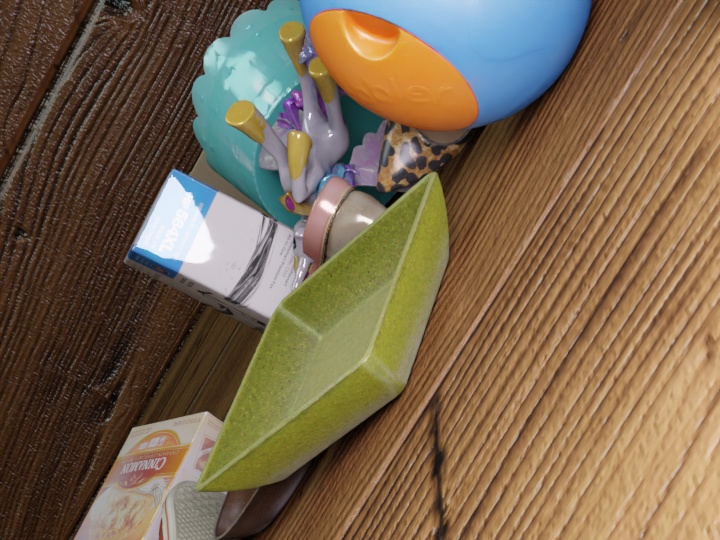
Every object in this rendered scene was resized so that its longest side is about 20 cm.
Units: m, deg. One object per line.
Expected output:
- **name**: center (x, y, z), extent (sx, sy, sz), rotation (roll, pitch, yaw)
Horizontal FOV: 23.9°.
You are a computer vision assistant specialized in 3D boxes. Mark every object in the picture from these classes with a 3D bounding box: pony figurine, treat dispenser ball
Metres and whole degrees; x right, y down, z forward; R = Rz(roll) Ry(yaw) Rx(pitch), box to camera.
- **pony figurine**: center (-0.033, -0.103, 1.411), extent (0.201, 0.165, 0.194), rotation (75, -147, -45)
- **treat dispenser ball**: center (0.057, -0.195, 1.141), extent (0.202, 0.200, 0.201), rotation (-59, 7, 12)

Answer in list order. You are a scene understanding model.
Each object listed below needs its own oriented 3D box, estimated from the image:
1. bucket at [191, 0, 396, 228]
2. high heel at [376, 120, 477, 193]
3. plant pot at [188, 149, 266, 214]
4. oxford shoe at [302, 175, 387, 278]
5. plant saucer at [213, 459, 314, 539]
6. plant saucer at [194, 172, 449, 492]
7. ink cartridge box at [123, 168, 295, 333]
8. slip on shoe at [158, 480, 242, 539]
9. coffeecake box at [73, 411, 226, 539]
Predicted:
- **bucket**: center (-0.049, -0.142, 1.624), extent (0.208, 0.206, 0.135), rotation (-59, 40, 12)
- **high heel**: center (0.076, -0.147, 1.320), extent (0.200, 0.071, 0.143), rotation (-52, 0, -4)
- **plant pot**: center (-0.170, -0.177, 2.789), extent (0.200, 0.176, 0.201), rotation (-53, 9, 44)
- **oxford shoe**: center (0.000, 0.000, 1.334), extent (0.071, 0.073, 0.200), rotation (-61, -13, -17)
- **plant saucer**: center (-0.054, 0.128, 1.337), extent (0.201, 0.032, 0.200), rotation (-59, 8, 13)
- **plant saucer**: center (-0.013, 0.053, 1.169), extent (0.199, 0.048, 0.201), rotation (-40, 19, 39)
- **ink cartridge box**: center (-0.104, -0.003, 1.529), extent (0.085, 0.199, 0.146), rotation (-63, 7, -9)
- **slip on shoe**: center (-0.135, 0.230, 1.362), extent (0.061, 0.074, 0.200), rotation (-61, 11, 20)
- **coffeecake box**: center (-0.194, 0.240, 1.558), extent (0.153, 0.073, 0.201), rotation (-17, 41, 54)
